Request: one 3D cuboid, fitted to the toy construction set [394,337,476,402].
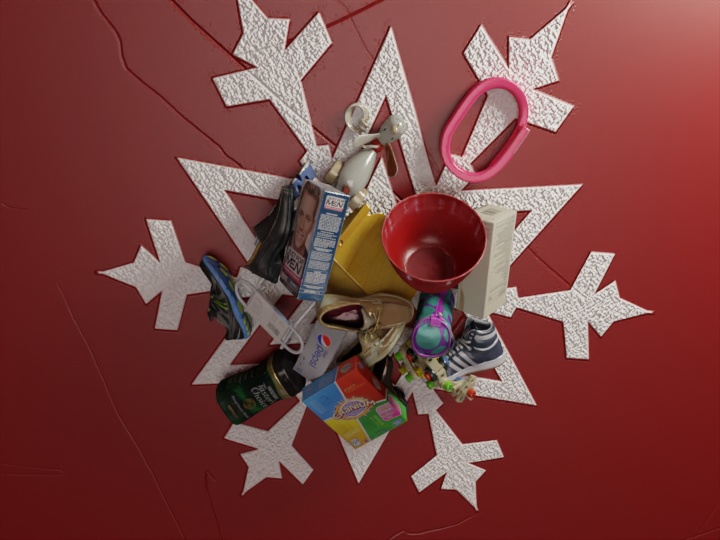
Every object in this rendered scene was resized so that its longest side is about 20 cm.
[{"bbox_3d":[0.148,0.210,1.219,0.092,0.196,0.134,-45,138,-25],"label":"toy construction set"}]

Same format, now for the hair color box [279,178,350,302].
[{"bbox_3d":[-0.089,-0.057,1.095,0.059,0.099,0.207,8,104,-32],"label":"hair color box"}]

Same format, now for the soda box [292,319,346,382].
[{"bbox_3d":[-0.076,0.150,1.237,0.067,0.064,0.203,31,130,5],"label":"soda box"}]

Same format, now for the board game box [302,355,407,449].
[{"bbox_3d":[-0.012,0.293,1.276,0.151,0.041,0.201,-32,120,18],"label":"board game box"}]

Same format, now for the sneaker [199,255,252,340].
[{"bbox_3d":[-0.299,0.066,1.250,0.080,0.071,0.205,-18,114,4],"label":"sneaker"}]

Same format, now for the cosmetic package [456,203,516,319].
[{"bbox_3d":[0.253,-0.020,1.184,0.070,0.104,0.207,19,118,36],"label":"cosmetic package"}]

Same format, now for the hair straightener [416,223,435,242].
[{"bbox_3d":[0.135,-0.069,1.209,0.192,0.041,0.079,-3,122,8],"label":"hair straightener"}]

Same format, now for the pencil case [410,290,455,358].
[{"bbox_3d":[0.152,0.098,1.189,0.083,0.201,0.095,25,111,1],"label":"pencil case"}]

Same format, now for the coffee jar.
[{"bbox_3d":[-0.223,0.262,1.323,0.196,0.086,0.106,-28,110,11],"label":"coffee jar"}]

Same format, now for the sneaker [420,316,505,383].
[{"bbox_3d":[0.216,0.175,1.291,0.193,0.071,0.112,-17,112,6],"label":"sneaker"}]

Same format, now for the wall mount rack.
[{"bbox_3d":[-0.163,0.065,1.211,0.200,0.074,0.175,43,131,6],"label":"wall mount rack"}]

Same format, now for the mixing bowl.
[{"bbox_3d":[0.135,-0.034,1.110,0.192,0.206,0.110,-1,145,1],"label":"mixing bowl"}]

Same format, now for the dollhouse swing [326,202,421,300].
[{"bbox_3d":[0.000,0.000,1.224,0.200,0.175,0.184,43,73,-16],"label":"dollhouse swing"}]

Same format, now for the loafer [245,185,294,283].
[{"bbox_3d":[-0.170,-0.070,1.109,0.070,0.073,0.206,13,116,-9],"label":"loafer"}]

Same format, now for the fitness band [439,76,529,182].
[{"bbox_3d":[0.239,-0.270,1.127,0.141,0.038,0.202,33,108,-9],"label":"fitness band"}]

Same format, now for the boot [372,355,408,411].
[{"bbox_3d":[0.071,0.275,1.340,0.093,0.076,0.205,5,123,-12],"label":"boot"}]

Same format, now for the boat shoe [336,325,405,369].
[{"bbox_3d":[0.021,0.159,1.277,0.066,0.075,0.201,35,109,-18],"label":"boat shoe"}]

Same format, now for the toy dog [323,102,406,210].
[{"bbox_3d":[0.007,-0.207,1.119,0.128,0.097,0.205,19,112,-8],"label":"toy dog"}]

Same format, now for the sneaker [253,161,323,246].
[{"bbox_3d":[-0.123,-0.102,1.173,0.114,0.081,0.201,36,107,-11],"label":"sneaker"}]

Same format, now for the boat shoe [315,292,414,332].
[{"bbox_3d":[0.009,0.088,1.116,0.192,0.067,0.077,-1,112,-2],"label":"boat shoe"}]
